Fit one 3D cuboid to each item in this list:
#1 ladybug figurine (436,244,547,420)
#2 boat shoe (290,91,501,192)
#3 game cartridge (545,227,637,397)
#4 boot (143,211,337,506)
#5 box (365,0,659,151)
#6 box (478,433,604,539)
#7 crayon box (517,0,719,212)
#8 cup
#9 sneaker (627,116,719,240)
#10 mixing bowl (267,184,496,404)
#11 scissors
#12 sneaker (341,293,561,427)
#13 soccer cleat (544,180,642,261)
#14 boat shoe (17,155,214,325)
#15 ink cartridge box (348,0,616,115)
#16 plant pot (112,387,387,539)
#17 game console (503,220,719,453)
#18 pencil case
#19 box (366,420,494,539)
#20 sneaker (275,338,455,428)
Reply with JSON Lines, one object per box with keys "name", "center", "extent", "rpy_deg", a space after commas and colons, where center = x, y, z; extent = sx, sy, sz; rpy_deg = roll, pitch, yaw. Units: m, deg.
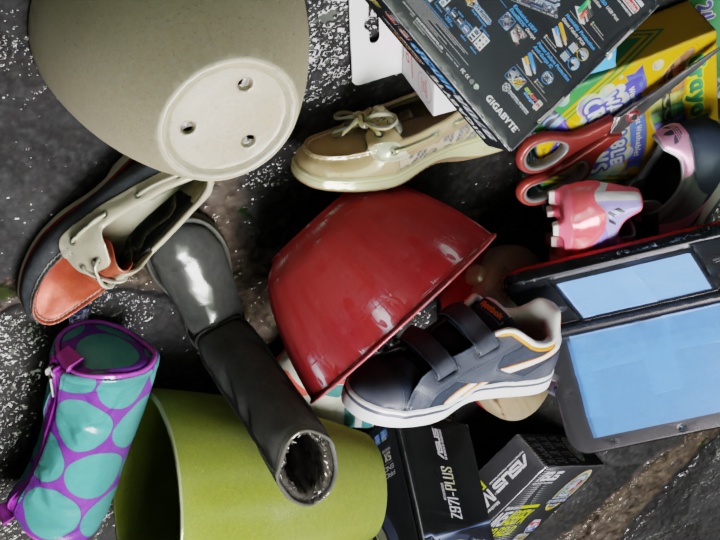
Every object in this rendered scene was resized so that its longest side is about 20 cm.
{"name": "ladybug figurine", "center": [0.117, 0.051, 1.670], "extent": [0.136, 0.072, 0.200], "rpy_deg": [-63, 149, -27]}
{"name": "boat shoe", "center": [0.036, -0.115, 1.501], "extent": [0.200, 0.073, 0.063], "rpy_deg": [-19, 130, -25]}
{"name": "game cartridge", "center": [0.247, 0.041, 1.725], "extent": [0.130, 0.038, 0.200], "rpy_deg": [29, 84, -39]}
{"name": "boot", "center": [-0.094, 0.069, 1.494], "extent": [0.073, 0.200, 0.182], "rpy_deg": [-27, 137, 0]}
{"name": "box", "center": [0.095, -0.210, 1.370], "extent": [0.159, 0.046, 0.200], "rpy_deg": [-45, 109, -7]}
{"name": "box", "center": [0.138, 0.224, 1.823], "extent": [0.160, 0.044, 0.200], "rpy_deg": [-45, 161, 12]}
{"name": "crayon box", "center": [0.226, -0.142, 1.592], "extent": [0.200, 0.052, 0.126], "rpy_deg": [-23, 137, -10]}
{"name": "cup", "center": [-0.115, -0.143, 1.330], "extent": [0.200, 0.143, 0.200], "rpy_deg": [-16, 135, -16]}
{"name": "sneaker", "center": [0.250, -0.044, 1.616], "extent": [0.082, 0.070, 0.200], "rpy_deg": [-1, 126, -26]}
{"name": "mixing bowl", "center": [0.000, 0.000, 1.521], "extent": [0.200, 0.108, 0.200], "rpy_deg": [-42, -179, 1]}
{"name": "scissors", "center": [0.212, -0.117, 1.561], "extent": [0.200, 0.014, 0.073], "rpy_deg": [-28, 135, -5]}
{"name": "sneaker", "center": [0.074, 0.064, 1.513], "extent": [0.200, 0.078, 0.079], "rpy_deg": [-12, 130, -35]}
{"name": "soccer cleat", "center": [0.195, -0.023, 1.610], "extent": [0.076, 0.067, 0.200], "rpy_deg": [-4, 160, 4]}
{"name": "boat shoe", "center": [-0.187, -0.025, 1.458], "extent": [0.200, 0.063, 0.071], "rpy_deg": [-44, 138, 15]}
{"name": "ink cartridge box", "center": [0.095, -0.193, 1.457], "extent": [0.200, 0.068, 0.115], "rpy_deg": [-16, 133, -15]}
{"name": "plant pot", "center": [-0.087, 0.186, 1.608], "extent": [0.200, 0.187, 0.187], "rpy_deg": [-2, 130, -24]}
{"name": "game console", "center": [0.239, 0.058, 1.579], "extent": [0.200, 0.119, 0.172], "rpy_deg": [-14, 155, 18]}
{"name": "pencil case", "center": [-0.231, 0.132, 1.562], "extent": [0.092, 0.085, 0.200], "rpy_deg": [-2, 130, -29]}
{"name": "box", "center": [0.020, 0.245, 1.707], "extent": [0.086, 0.164, 0.200], "rpy_deg": [11, 145, -36]}
{"name": "sneaker", "center": [-0.006, 0.107, 1.690], "extent": [0.093, 0.070, 0.200], "rpy_deg": [-35, 143, 31]}
